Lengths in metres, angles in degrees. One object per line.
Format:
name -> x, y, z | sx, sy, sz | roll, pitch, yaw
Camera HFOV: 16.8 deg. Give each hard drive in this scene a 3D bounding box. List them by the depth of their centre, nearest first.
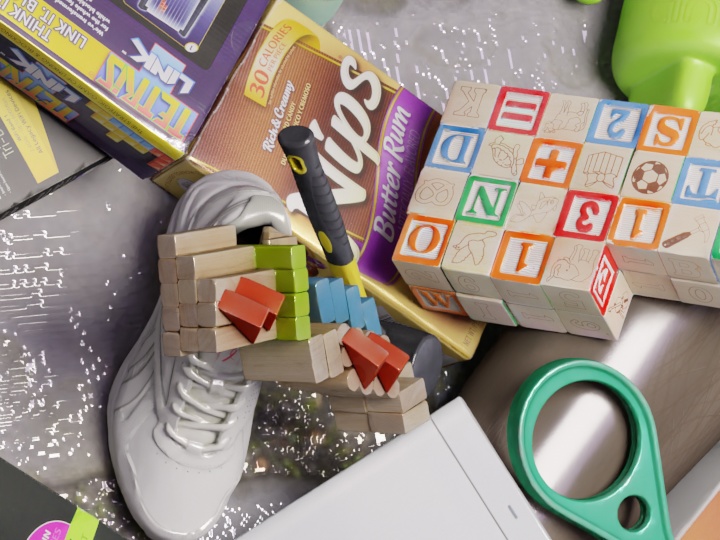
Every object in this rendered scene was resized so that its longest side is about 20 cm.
hard drive -> 0.003, 0.174, 1.254 | 0.200, 0.027, 0.132 | -33, 78, 2

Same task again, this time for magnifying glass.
magnifying glass -> 0.146, 0.134, 1.280 | 0.080, 0.022, 0.200 | -38, 106, -18

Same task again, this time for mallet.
mallet -> 0.000, 0.000, 1.276 | 0.066, 0.200, 0.041 | 16, 56, 21

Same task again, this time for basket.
basket -> 0.125, 0.080, 1.354 | 0.200, 0.136, 0.180 | -48, 144, -21

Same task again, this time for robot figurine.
robot figurine -> 0.219, -0.164, 1.473 | 0.175, 0.116, 0.200 | 21, 69, -18

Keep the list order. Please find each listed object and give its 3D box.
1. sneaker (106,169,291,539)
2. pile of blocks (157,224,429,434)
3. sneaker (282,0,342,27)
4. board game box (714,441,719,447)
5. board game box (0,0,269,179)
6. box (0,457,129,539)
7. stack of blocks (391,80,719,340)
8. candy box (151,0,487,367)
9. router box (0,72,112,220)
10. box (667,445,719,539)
sneaker -> -0.081, 0.047, 1.253 | 0.078, 0.099, 0.200 | 10, 92, -14
pile of blocks -> -0.017, 0.026, 1.203 | 0.200, 0.062, 0.082 | 28, 68, -50
sneaker -> -0.001, -0.236, 1.371 | 0.074, 0.118, 0.201 | 18, 69, -22
board game box -> 0.302, 0.116, 1.402 | 0.148, 0.200, 0.064 | 40, 63, -15
board game box -> -0.143, -0.172, 1.253 | 0.200, 0.057, 0.165 | 37, 63, -18
box -> -0.220, 0.154, 1.119 | 0.200, 0.124, 0.149 | 40, 60, -40
stack of blocks -> 0.131, -0.027, 1.288 | 0.059, 0.200, 0.115 | 56, 48, -55
candy box -> -0.003, -0.046, 1.361 | 0.200, 0.056, 0.117 | 34, 66, -16
router box -> -0.214, -0.125, 1.266 | 0.157, 0.052, 0.200 | -31, 94, -30
box -> 0.187, 0.219, 1.370 | 0.152, 0.106, 0.200 | 49, 61, -10
